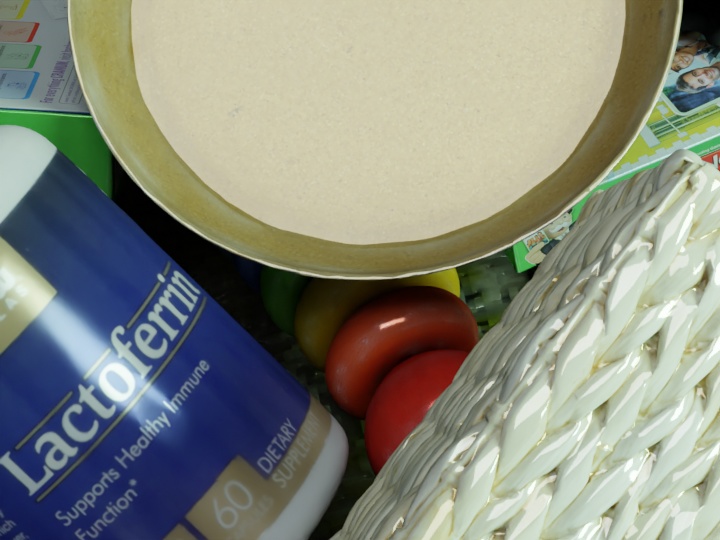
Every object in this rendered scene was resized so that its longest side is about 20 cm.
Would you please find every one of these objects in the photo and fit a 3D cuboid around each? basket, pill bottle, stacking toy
[{"bbox_3d":[0.082,0.093,0.739,0.161,0.198,0.200,37,87,-1],"label":"basket"},{"bbox_3d":[-0.110,0.028,0.842,0.200,0.116,0.116,44,65,-11],"label":"pill bottle"},{"bbox_3d":[0.000,0.000,0.903,0.085,0.085,0.200,-24,51,-11],"label":"stacking toy"}]

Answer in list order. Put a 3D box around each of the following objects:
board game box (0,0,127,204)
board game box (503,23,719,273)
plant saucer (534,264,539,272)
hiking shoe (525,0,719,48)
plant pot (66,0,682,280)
[{"bbox_3d":[-0.177,-0.070,0.950,0.200,0.040,0.153,3,25,2],"label":"board game box"},{"bbox_3d":[0.075,-0.095,0.982,0.134,0.029,0.200,-22,47,-10],"label":"board game box"},{"bbox_3d":[0.161,-0.011,0.948,0.200,0.032,0.200,-2,59,3],"label":"plant saucer"},{"bbox_3d":[0.051,-0.109,0.920,0.200,0.076,0.101,-3,49,-1],"label":"hiking shoe"},{"bbox_3d":[0.005,-0.088,0.876,0.200,0.027,0.200,-1,72,4],"label":"plant pot"}]
